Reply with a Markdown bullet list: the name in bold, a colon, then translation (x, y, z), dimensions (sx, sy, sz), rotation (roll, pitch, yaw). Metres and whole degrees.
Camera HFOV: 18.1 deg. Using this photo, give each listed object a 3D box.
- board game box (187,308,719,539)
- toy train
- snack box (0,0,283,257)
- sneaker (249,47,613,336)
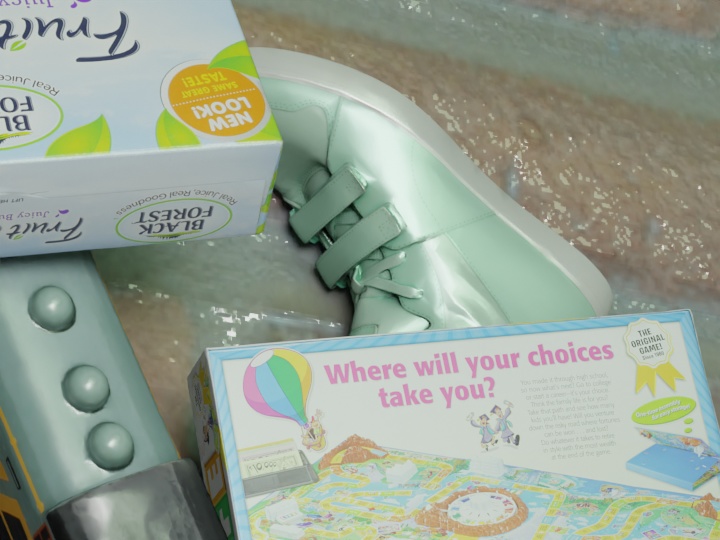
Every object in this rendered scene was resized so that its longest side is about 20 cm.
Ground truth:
- **board game box**: translation (0.044, 0.089, 0.839), dimensions (0.198, 0.034, 0.136), rotation (-4, 70, -19)
- **toy train**: translation (-0.109, 0.064, 0.805), dimensions (0.085, 0.114, 0.201), rotation (-15, 73, -31)
- **snack box**: translation (-0.141, -0.070, 0.777), dimensions (0.198, 0.053, 0.143), rotation (-6, 52, -20)
- **sneaker**: translation (0.000, 0.000, 0.916), dimensions (0.200, 0.074, 0.119), rotation (35, 59, -5)
